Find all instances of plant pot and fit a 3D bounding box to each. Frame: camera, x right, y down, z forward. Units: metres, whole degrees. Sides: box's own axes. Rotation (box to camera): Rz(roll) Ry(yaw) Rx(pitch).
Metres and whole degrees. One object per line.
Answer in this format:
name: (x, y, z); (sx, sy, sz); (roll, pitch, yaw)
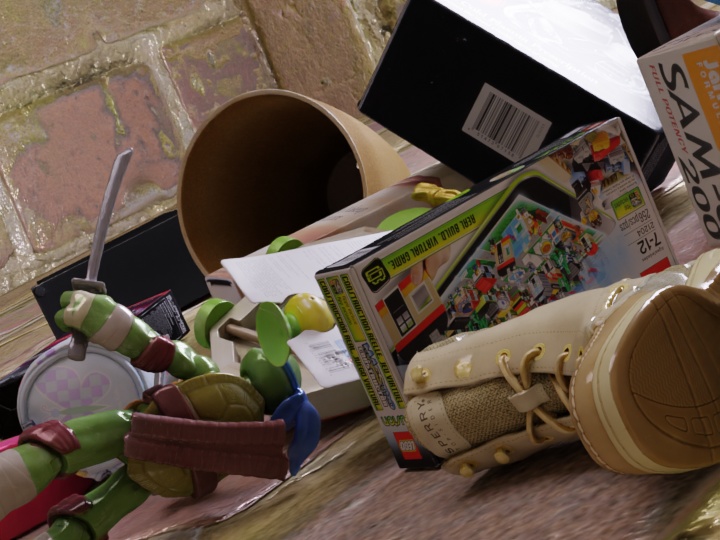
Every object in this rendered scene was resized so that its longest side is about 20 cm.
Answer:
plant pot: (-0.033, -0.064, 1.597); (0.186, 0.187, 0.200); (-20, -7, 26)

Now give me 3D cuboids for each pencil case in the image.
pencil case: (-0.169, 0.082, 1.190); (0.083, 0.091, 0.200); (-33, 4, 1)

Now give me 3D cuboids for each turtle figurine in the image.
turtle figurine: (-0.143, 0.080, 0.982); (0.194, 0.200, 0.144); (-34, -17, -27)

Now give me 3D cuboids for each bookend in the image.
bookend: (-0.265, 0.015, 1.959); (0.200, 0.092, 0.199); (-28, 7, -16)

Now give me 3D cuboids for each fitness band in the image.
fitness band: (-0.254, 0.152, 1.228); (0.143, 0.038, 0.200); (-25, 9, -5)

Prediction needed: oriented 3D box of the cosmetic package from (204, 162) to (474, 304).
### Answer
cosmetic package: (0.000, 0.000, 1.292); (0.200, 0.087, 0.103); (-26, 7, -16)

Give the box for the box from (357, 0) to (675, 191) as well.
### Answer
box: (0.132, -0.129, 1.283); (0.182, 0.200, 0.104); (-38, -23, -60)

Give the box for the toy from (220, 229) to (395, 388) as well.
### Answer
toy: (0.031, 0.024, 1.000); (0.200, 0.047, 0.115); (-8, 39, -34)

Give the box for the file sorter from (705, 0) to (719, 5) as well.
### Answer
file sorter: (0.237, -0.238, 1.043); (0.139, 0.123, 0.200); (-24, 31, -25)

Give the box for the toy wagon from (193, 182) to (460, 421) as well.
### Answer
toy wagon: (-0.001, 0.018, 1.104); (0.155, 0.040, 0.200); (15, 46, 39)

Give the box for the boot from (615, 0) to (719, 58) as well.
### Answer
boot: (0.282, -0.173, 1.158); (0.200, 0.188, 0.068); (-36, 13, -2)

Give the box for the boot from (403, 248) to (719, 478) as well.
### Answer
boot: (0.084, 0.052, 0.755); (0.155, 0.073, 0.200); (-20, 7, 27)

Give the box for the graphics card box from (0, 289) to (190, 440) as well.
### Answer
graphics card box: (-0.245, 0.083, 1.610); (0.125, 0.051, 0.200); (-21, 9, 18)

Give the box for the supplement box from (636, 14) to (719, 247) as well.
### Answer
supplement box: (0.276, -0.112, 1.078); (0.200, 0.126, 0.073); (-28, 10, -31)

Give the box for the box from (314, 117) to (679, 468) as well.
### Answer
box: (0.079, 0.008, 0.926); (0.200, 0.110, 0.035); (-30, 10, -33)
